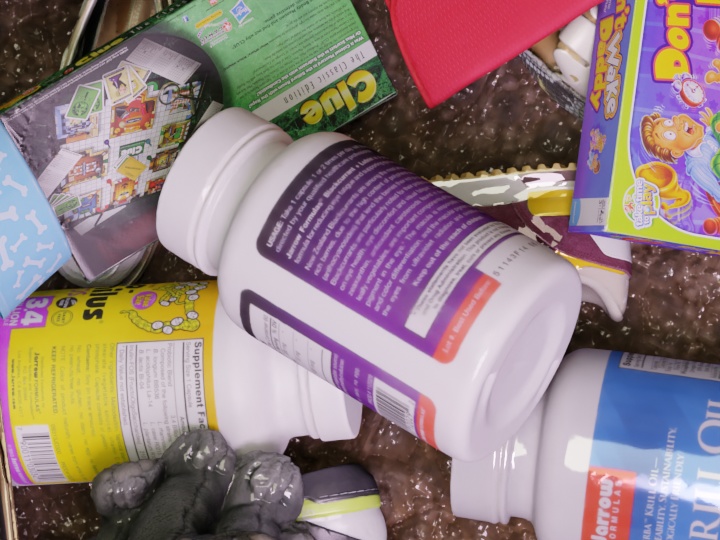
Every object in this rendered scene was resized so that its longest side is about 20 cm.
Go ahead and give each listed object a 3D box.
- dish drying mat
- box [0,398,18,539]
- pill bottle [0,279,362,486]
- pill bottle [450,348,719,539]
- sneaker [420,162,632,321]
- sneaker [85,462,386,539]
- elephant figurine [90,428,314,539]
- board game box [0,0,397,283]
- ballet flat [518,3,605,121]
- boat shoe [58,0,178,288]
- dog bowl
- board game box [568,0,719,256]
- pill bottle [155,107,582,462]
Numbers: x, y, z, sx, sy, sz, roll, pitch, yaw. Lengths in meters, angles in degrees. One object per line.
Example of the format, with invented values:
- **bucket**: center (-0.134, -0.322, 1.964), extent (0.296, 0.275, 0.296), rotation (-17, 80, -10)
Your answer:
- **dish drying mat**: center (0.096, -0.163, 1.249), extent (0.199, 0.018, 0.077), rotation (-30, 73, 30)
- **box**: center (-0.267, 0.121, 1.296), extent (0.199, 0.021, 0.165), rotation (-11, 84, 30)
- **pill bottle**: center (-0.102, 0.058, 1.307), extent (0.198, 0.104, 0.105), rotation (-4, 86, 8)
- **pill bottle**: center (0.150, 0.100, 1.260), extent (0.198, 0.112, 0.113), rotation (6, 87, 10)
- **sneaker**: center (0.044, -0.001, 1.302), extent (0.198, 0.075, 0.091), rotation (-9, 80, 9)
- **sneaker**: center (-0.074, 0.164, 1.313), extent (0.199, 0.072, 0.083), rotation (-16, 85, 8)
- **elephant figurine**: center (-0.086, 0.170, 1.185), extent (0.140, 0.200, 0.156), rotation (-13, 110, 6)
- **board game box**: center (-0.086, -0.089, 1.305), extent (0.199, 0.023, 0.105), rotation (-31, 108, -13)
- **ballet flat**: center (0.104, -0.136, 1.305), extent (0.200, 0.072, 0.072), rotation (44, 94, 9)
- **boat shoe**: center (-0.138, -0.088, 1.340), extent (0.074, 0.068, 0.202), rotation (7, 88, 8)
- **dog bowl**: center (-0.203, -0.045, 1.294), extent (0.049, 0.200, 0.112), rotation (-31, 109, -10)
- **board game box**: center (0.188, -0.109, 1.271), extent (0.133, 0.045, 0.202), rotation (8, 88, -21)
- **pill bottle**: center (0.000, 0.000, 1.214), extent (0.199, 0.111, 0.112), rotation (31, 92, 21)
